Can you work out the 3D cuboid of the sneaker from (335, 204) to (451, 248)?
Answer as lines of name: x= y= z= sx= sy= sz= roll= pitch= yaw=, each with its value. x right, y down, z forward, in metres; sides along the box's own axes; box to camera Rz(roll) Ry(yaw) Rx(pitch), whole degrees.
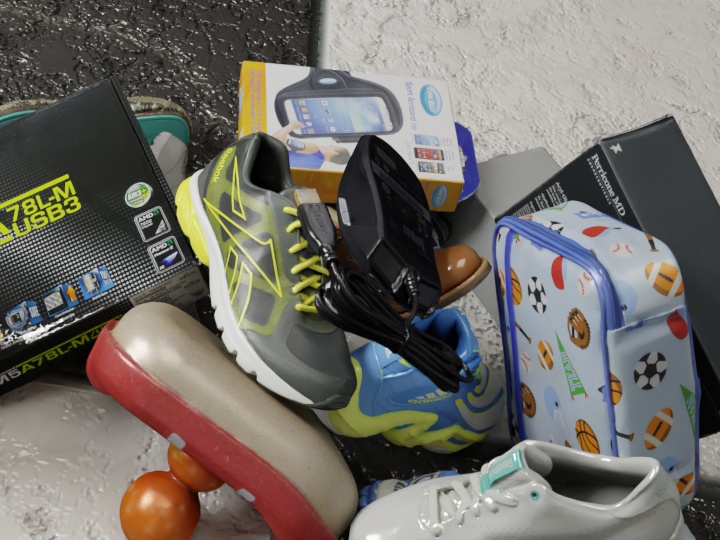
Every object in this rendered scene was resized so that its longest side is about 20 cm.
sneaker: x=0.004 y=-0.083 z=1.008 sx=0.082 sy=0.071 sz=0.200 roll=-18 pitch=61 yaw=-41

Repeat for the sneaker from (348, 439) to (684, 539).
sneaker: x=0.082 y=0.132 z=0.676 sx=0.197 sy=0.089 sz=0.076 roll=-10 pitch=49 yaw=13

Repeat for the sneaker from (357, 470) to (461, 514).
sneaker: x=0.059 y=0.207 z=0.716 sx=0.084 sy=0.077 sz=0.202 roll=-22 pitch=54 yaw=5

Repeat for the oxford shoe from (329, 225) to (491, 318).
oxford shoe: x=0.000 y=0.000 z=0.834 sx=0.198 sy=0.072 sz=0.071 roll=-7 pitch=25 yaw=37

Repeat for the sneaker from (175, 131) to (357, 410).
sneaker: x=-0.053 y=-0.005 z=0.738 sx=0.074 sy=0.085 sz=0.201 roll=5 pitch=45 yaw=-51

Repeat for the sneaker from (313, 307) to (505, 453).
sneaker: x=0.061 y=0.076 z=0.810 sx=0.199 sy=0.105 sz=0.077 roll=3 pitch=60 yaw=-49

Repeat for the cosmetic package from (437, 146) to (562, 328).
cosmetic package: x=0.156 y=-0.002 z=0.971 sx=0.106 sy=0.091 sz=0.201 roll=-14 pitch=51 yaw=-29

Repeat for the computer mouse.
computer mouse: x=-0.002 y=-0.019 z=0.728 sx=0.140 sy=0.046 sz=0.202 roll=35 pitch=32 yaw=-40

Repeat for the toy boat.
toy boat: x=-0.100 y=0.122 z=0.739 sx=0.199 sy=0.131 sz=0.131 roll=38 pitch=0 yaw=-7

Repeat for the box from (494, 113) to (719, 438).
box: x=0.196 y=0.017 z=0.813 sx=0.078 sy=0.141 sz=0.202 roll=-21 pitch=81 yaw=-28

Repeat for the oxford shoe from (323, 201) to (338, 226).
oxford shoe: x=-0.029 y=-0.036 z=0.943 sx=0.199 sy=0.071 sz=0.075 roll=32 pitch=42 yaw=10

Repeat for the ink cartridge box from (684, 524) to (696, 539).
ink cartridge box: x=0.144 y=0.212 z=0.788 sx=0.198 sy=0.048 sz=0.161 roll=-9 pitch=51 yaw=-30

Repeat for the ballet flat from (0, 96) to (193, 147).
ballet flat: x=-0.235 y=-0.112 z=0.951 sx=0.198 sy=0.069 sz=0.075 roll=-10 pitch=30 yaw=-36

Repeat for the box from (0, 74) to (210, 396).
box: x=-0.225 y=-0.023 z=0.819 sx=0.198 sy=0.048 sz=0.194 roll=-25 pitch=59 yaw=-7

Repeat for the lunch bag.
lunch bag: x=0.145 y=0.063 z=0.765 sx=0.075 sy=0.203 sz=0.160 roll=-15 pitch=23 yaw=-21

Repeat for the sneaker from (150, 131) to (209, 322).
sneaker: x=-0.144 y=-0.013 z=0.886 sx=0.081 sy=0.075 sz=0.202 roll=13 pitch=56 yaw=-18

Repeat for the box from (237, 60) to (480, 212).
box: x=0.001 y=-0.107 z=0.942 sx=0.197 sy=0.042 sz=0.120 roll=2 pitch=50 yaw=-9
